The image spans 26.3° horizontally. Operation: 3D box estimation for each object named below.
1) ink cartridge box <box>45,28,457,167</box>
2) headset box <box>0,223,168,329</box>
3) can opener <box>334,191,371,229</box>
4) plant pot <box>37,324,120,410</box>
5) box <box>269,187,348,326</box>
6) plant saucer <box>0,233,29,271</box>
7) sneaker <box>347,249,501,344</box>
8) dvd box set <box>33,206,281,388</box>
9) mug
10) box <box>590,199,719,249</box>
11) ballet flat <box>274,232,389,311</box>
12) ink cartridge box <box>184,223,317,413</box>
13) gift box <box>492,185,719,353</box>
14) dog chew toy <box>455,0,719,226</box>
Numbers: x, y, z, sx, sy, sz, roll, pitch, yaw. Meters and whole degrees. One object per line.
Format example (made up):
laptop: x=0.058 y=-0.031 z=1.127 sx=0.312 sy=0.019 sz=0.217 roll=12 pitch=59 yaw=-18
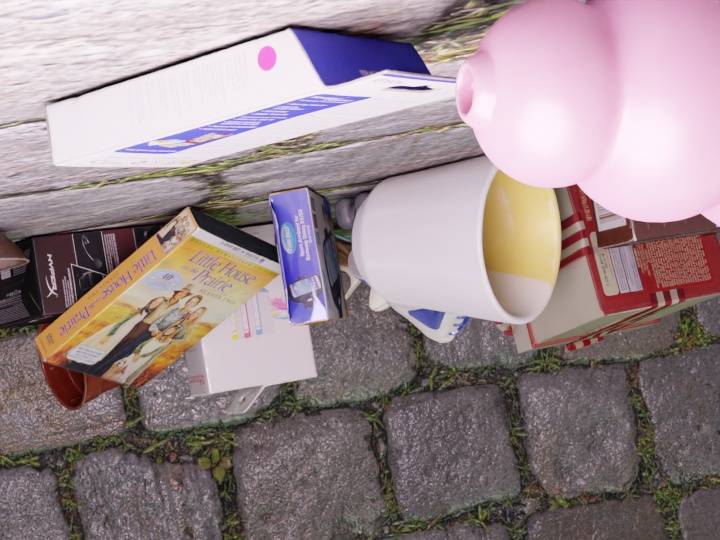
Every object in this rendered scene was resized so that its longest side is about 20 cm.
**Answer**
ink cartridge box: x=-0.044 y=-0.081 z=0.714 sx=0.200 sy=0.037 sz=0.095 roll=-8 pitch=178 yaw=36
headset box: x=-0.250 y=0.004 z=1.495 sx=0.200 sy=0.078 sz=0.149 roll=-6 pitch=176 yaw=-36
can opener: x=0.055 y=-0.048 z=1.565 sx=0.053 sy=0.067 sz=0.200 roll=-12 pitch=177 yaw=39
plant pot: x=-0.537 y=0.165 z=3.194 sx=0.195 sy=0.201 sz=0.201 roll=-18 pitch=-176 yaw=-36
box: x=-0.047 y=-0.010 z=1.419 sx=0.041 sy=0.119 sz=0.200 roll=-10 pitch=178 yaw=3
plant saucer: x=-0.375 y=-0.006 z=1.268 sx=0.199 sy=0.032 sz=0.200 roll=-9 pitch=177 yaw=0
sneaker: x=0.098 y=0.013 z=1.486 sx=0.199 sy=0.081 sz=0.115 roll=2 pitch=146 yaw=30
dvd box set: x=-0.182 y=0.030 z=1.422 sx=0.200 sy=0.029 sz=0.146 roll=-38 pitch=150 yaw=16
mug: x=0.087 y=-0.027 z=1.375 sx=0.153 sy=0.150 sz=0.186 roll=-1 pitch=176 yaw=34
box: x=0.297 y=-0.081 z=1.316 sx=0.199 sy=0.101 sz=0.075 roll=-9 pitch=178 yaw=-19
ballet flat: x=0.000 y=0.000 z=1.584 sx=0.199 sy=0.073 sz=0.068 roll=15 pitch=180 yaw=14
ink cartridge box: x=-0.131 y=0.057 z=1.717 sx=0.125 sy=0.201 sz=0.129 roll=-9 pitch=178 yaw=-15
gift box: x=0.221 y=-0.026 z=1.530 sx=0.199 sy=0.185 sz=0.187 roll=-4 pitch=167 yaw=-24
dog chew toy: x=0.138 y=-0.075 z=0.657 sx=0.199 sy=0.125 sz=0.125 roll=0 pitch=175 yaw=-17
